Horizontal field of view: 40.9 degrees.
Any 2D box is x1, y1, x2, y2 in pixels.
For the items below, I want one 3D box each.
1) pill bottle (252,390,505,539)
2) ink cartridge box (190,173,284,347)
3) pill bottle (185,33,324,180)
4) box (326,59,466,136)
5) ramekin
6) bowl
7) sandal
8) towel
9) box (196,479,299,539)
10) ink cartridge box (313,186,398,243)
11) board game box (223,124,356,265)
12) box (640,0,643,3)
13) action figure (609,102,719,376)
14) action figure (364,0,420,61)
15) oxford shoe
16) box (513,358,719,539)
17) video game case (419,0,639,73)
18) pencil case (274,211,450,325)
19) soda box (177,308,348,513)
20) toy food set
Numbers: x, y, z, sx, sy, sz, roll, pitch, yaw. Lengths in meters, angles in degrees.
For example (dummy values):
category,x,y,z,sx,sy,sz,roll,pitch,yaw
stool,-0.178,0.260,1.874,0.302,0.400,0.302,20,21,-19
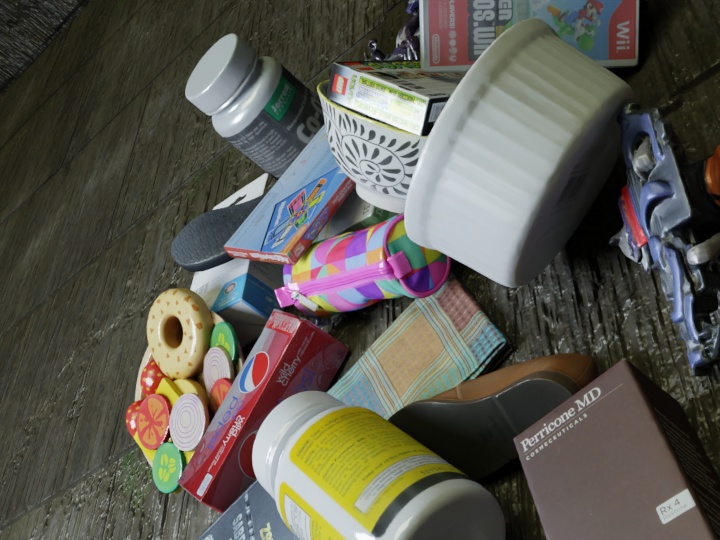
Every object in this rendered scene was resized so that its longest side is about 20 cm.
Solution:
category,x,y,z,sx,sy,sz,roll,pitch,yaw
pill bottle,0.005,0.172,0.731,0.199,0.114,0.115,27,82,51
ink cartridge box,-0.141,-0.008,1.171,0.115,0.068,0.202,-27,40,35
pill bottle,-0.108,-0.186,1.174,0.113,0.199,0.114,-33,37,29
box,0.073,-0.166,0.902,0.109,0.199,0.035,27,116,31
ramekin,0.131,-0.084,0.762,0.097,0.200,0.201,34,87,20
bowl,0.047,-0.112,0.931,0.201,0.199,0.095,-128,46,-58
sandal,-0.122,-0.045,1.095,0.198,0.043,0.077,-22,48,9
towel,0.037,0.101,0.869,0.200,0.022,0.147,-48,32,9
box,-0.077,0.272,0.825,0.158,0.051,0.201,-44,32,13
ink cartridge box,0.037,-0.102,1.047,0.199,0.048,0.147,-26,40,41
board game box,-0.053,-0.087,1.035,0.102,0.020,0.201,6,50,44
box,0.171,-0.282,0.984,0.123,0.106,0.200,-50,31,9
action figure,0.260,-0.032,0.666,0.193,0.104,0.202,-22,69,50
action figure,0.058,-0.273,1.167,0.130,0.069,0.201,22,81,53
oxford shoe,0.101,0.112,0.747,0.199,0.072,0.071,-23,10,42
box,0.172,0.162,0.579,0.100,0.075,0.201,-41,31,20
video game case,0.151,-0.253,0.864,0.017,0.197,0.145,-108,16,-80
pencil case,0.000,0.000,0.944,0.199,0.088,0.089,-19,44,53
soda box,-0.095,0.144,0.957,0.063,0.070,0.201,11,69,57
toy food set,-0.193,0.135,1.059,0.198,0.048,0.201,39,107,40
